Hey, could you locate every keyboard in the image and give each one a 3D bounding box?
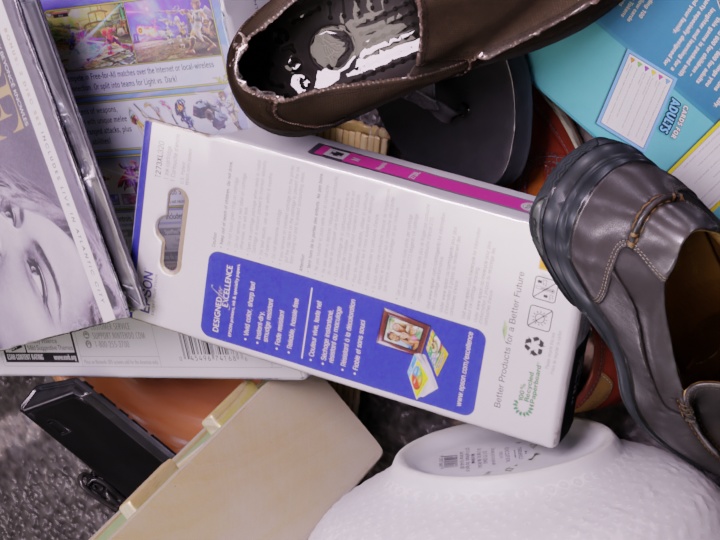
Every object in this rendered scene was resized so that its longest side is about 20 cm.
[{"bbox_3d":[-0.087,0.122,1.107,0.200,0.021,0.127,42,152,-17],"label":"keyboard"}]

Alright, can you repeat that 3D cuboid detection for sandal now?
[{"bbox_3d":[0.011,-0.123,0.911,0.076,0.043,0.201,-17,96,43],"label":"sandal"}]

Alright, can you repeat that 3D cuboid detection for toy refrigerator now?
[{"bbox_3d":[-0.076,0.119,0.965,0.070,0.200,0.076,50,129,-2],"label":"toy refrigerator"}]

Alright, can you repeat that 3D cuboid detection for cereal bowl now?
[{"bbox_3d":[0.066,0.113,0.931,0.199,0.200,0.084,1,103,35],"label":"cereal bowl"}]

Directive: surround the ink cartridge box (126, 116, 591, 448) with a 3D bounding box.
[{"bbox_3d":[0.000,0.000,0.923,0.199,0.037,0.095,15,115,14],"label":"ink cartridge box"}]

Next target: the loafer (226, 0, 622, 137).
[{"bbox_3d":[0.035,-0.105,0.843,0.199,0.071,0.073,-30,92,14],"label":"loafer"}]

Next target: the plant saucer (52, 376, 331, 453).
[{"bbox_3d":[-0.088,0.002,1.078,0.199,0.037,0.202,14,115,32],"label":"plant saucer"}]

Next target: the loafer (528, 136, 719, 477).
[{"bbox_3d":[0.140,0.033,0.870,0.200,0.073,0.072,45,173,-38],"label":"loafer"}]

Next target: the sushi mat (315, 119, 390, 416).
[{"bbox_3d":[-0.034,0.013,1.075,0.095,0.012,0.201,21,120,27],"label":"sushi mat"}]

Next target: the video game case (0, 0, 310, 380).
[{"bbox_3d":[-0.109,-0.042,1.022,0.199,0.045,0.183,-1,109,36],"label":"video game case"}]

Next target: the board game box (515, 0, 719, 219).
[{"bbox_3d":[0.161,-0.091,0.870,0.200,0.047,0.151,42,129,13],"label":"board game box"}]

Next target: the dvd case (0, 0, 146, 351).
[{"bbox_3d":[-0.172,-0.038,1.009,0.200,0.016,0.150,-14,96,56],"label":"dvd case"}]

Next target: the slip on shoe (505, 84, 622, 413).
[{"bbox_3d":[0.063,-0.027,0.959,0.074,0.061,0.201,-27,91,41],"label":"slip on shoe"}]
